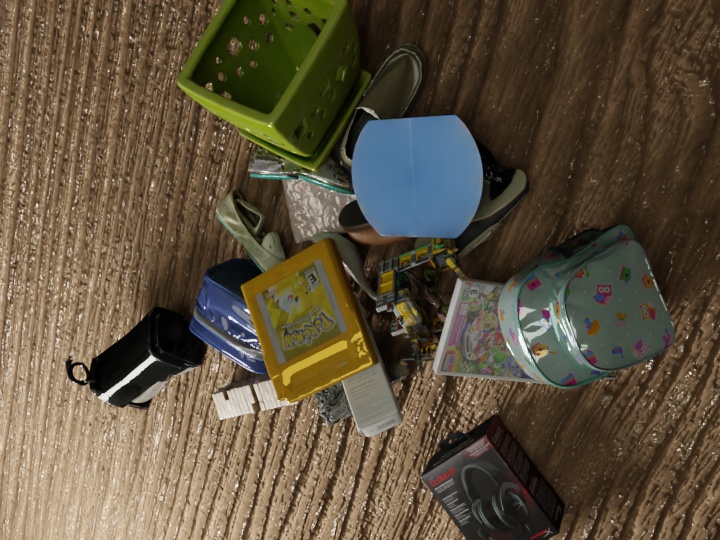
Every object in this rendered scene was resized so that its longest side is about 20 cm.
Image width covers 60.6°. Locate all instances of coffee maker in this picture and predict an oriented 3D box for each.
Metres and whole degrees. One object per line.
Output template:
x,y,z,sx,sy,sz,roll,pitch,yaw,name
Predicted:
-0.430,0.176,1.201,0.198,0.190,0.137,-36,70,27,coffee maker

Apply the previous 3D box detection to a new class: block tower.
-0.189,0.232,1.171,0.196,0.054,0.059,-16,97,29,block tower

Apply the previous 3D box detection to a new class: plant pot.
-0.108,-0.272,0.888,0.197,0.181,0.202,28,83,26,plant pot

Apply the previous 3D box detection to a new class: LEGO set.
0.106,0.060,0.894,0.149,0.118,0.203,-12,127,16,LEGO set

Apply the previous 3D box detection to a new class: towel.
-0.052,-0.158,1.011,0.186,0.032,0.206,-7,99,28,towel

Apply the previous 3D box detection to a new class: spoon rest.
0.000,0.000,0.994,0.196,0.099,0.062,29,84,10,spoon rest

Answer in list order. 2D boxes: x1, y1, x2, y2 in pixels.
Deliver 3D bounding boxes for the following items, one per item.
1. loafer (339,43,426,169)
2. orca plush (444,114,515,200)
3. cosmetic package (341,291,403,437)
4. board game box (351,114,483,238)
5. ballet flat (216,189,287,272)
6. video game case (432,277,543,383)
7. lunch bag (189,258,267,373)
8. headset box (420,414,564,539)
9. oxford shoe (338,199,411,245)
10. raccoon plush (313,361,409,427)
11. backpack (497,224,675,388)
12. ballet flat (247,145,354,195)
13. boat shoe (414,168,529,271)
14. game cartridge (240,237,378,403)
0.033,-0.235,0.906,0.074,0.070,0.203,29,104,-2,loafer
0.117,-0.165,0.875,0.200,0.070,0.106,47,107,28,orca plush
0.000,0.150,0.980,0.072,0.102,0.204,-22,67,0,cosmetic package
0.081,-0.130,0.854,0.195,0.039,0.163,4,108,30,board game box
-0.180,-0.060,1.084,0.200,0.067,0.062,47,109,8,ballet flat
0.211,0.090,0.883,0.194,0.018,0.147,7,110,-16,video game case
-0.192,0.088,1.085,0.197,0.135,0.135,30,113,16,lunch bag
0.205,0.346,0.988,0.148,0.077,0.202,-40,85,29,headset box
0.067,-0.076,0.928,0.195,0.073,0.072,-2,144,29,oxford shoe
-0.024,0.173,1.077,0.197,0.097,0.136,-31,74,-1,raccoon plush
0.283,0.055,0.791,0.196,0.153,0.180,-25,94,2,backpack
-0.091,-0.169,0.974,0.195,0.072,0.074,13,109,22,ballet flat
0.169,-0.070,0.906,0.199,0.072,0.062,-39,126,25,boat shoe
-0.082,0.080,0.941,0.173,0.032,0.205,-27,74,18,game cartridge
